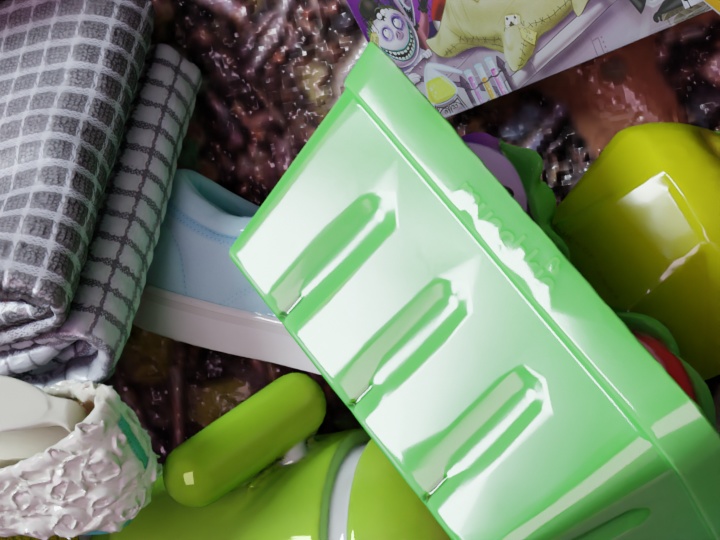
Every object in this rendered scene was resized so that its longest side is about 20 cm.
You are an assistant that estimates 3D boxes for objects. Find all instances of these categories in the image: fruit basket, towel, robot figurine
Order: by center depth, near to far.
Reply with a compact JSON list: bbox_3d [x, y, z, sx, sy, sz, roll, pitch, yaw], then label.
[{"bbox_3d":[0.086,0.004,0.876,0.214,0.156,0.217,-7,66,15],"label":"fruit basket"},{"bbox_3d":[-0.022,0.127,0.989,0.199,0.116,0.176,-11,111,23],"label":"robot figurine"},{"bbox_3d":[-0.175,-0.023,1.005,0.199,0.166,0.086,-13,138,28],"label":"towel"}]

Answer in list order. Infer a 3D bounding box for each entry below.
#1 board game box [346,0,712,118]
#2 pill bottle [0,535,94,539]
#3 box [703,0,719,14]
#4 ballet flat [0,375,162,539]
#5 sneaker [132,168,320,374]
[{"bbox_3d":[0.061,-0.132,0.903,0.200,0.032,0.120,-20,96,51],"label":"board game box"},{"bbox_3d":[-0.189,0.132,1.006,0.112,0.200,0.113,10,119,19],"label":"pill bottle"},{"bbox_3d":[0.199,-0.155,0.789,0.112,0.101,0.200,38,80,-10],"label":"box"},{"bbox_3d":[-0.176,0.064,0.930,0.199,0.072,0.072,-3,98,7],"label":"ballet flat"},{"bbox_3d":[0.000,0.000,0.983,0.199,0.074,0.082,9,98,17],"label":"sneaker"}]
